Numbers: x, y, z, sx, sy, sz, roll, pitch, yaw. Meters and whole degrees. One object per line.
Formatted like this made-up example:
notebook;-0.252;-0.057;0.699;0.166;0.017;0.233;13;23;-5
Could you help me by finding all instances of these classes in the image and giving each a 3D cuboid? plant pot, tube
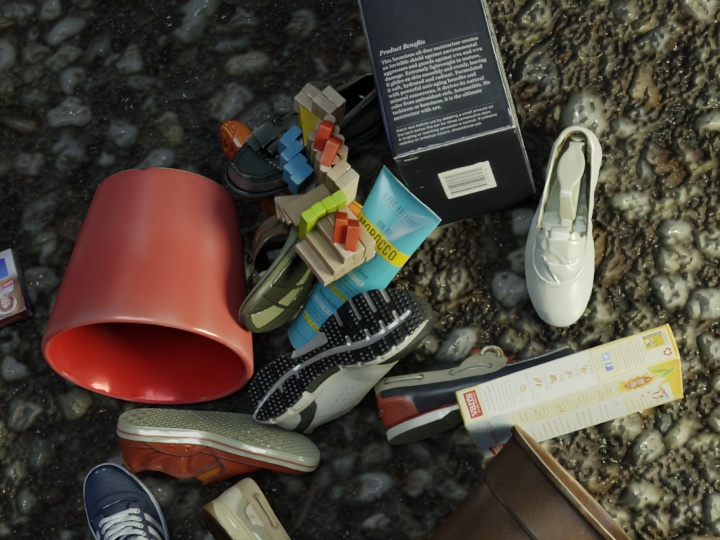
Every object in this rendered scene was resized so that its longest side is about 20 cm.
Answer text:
plant pot;0.134;0.275;1.598;0.198;0.200;0.200;-43;70;3
plant pot;-0.196;0.010;1.749;0.200;0.201;0.178;-1;63;11
tube;0.000;0.000;1.723;0.077;0.050;0.200;42;120;15

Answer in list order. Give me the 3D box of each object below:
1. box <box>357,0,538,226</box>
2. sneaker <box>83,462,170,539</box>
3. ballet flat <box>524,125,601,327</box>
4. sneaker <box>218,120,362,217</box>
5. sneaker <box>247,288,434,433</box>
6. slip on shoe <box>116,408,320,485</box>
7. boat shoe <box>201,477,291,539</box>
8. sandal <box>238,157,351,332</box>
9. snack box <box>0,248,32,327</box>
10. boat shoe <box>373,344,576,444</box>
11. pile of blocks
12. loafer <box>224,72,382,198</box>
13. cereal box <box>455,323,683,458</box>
box;0.082;-0.173;1.739;0.123;0.200;0.199;-14;69;7
sneaker;-0.218;0.263;1.706;0.070;0.109;0.200;-25;70;2
ballet flat;0.194;-0.049;1.748;0.069;0.069;0.201;6;74;13
sneaker;-0.060;-0.086;1.817;0.200;0.073;0.077;41;70;12
sneaker;-0.011;0.086;1.719;0.200;0.080;0.074;-32;53;19
slip on shoe;-0.136;0.175;1.748;0.199;0.074;0.061;5;108;6
boat shoe;-0.064;0.281;1.692;0.065;0.072;0.200;-35;76;-24
sandal;-0.068;-0.028;1.726;0.057;0.080;0.201;16;64;20
snack box;-0.437;0.046;1.863;0.199;0.024;0.072;-21;69;4
boat shoe;0.110;0.104;1.717;0.199;0.071;0.063;-20;67;9
pile of blocks;-0.040;-0.090;1.674;0.082;0.062;0.201;-9;66;-10
loafer;-0.053;-0.139;1.777;0.072;0.063;0.200;40;50;22
cereal box;0.192;0.113;1.656;0.199;0.144;0.040;-17;70;4
